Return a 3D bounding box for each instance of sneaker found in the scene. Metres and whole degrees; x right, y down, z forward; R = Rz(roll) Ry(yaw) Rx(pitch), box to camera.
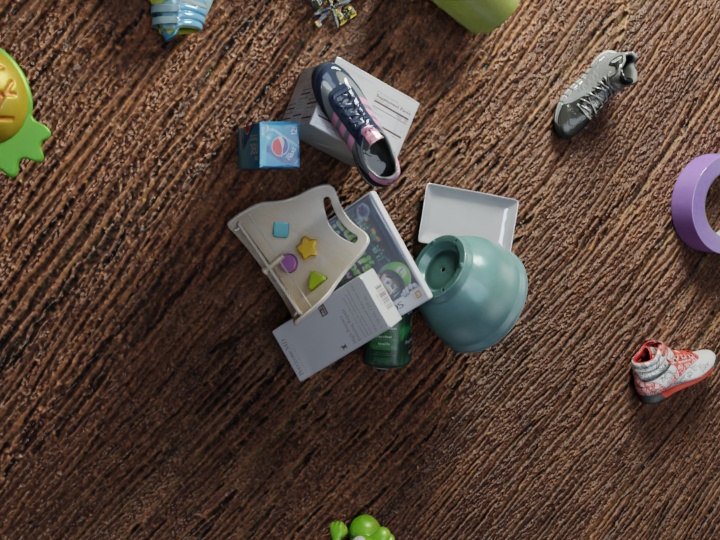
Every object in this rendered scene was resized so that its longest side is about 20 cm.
[{"bbox_3d":[0.650,0.185,1.676,0.198,0.067,0.110,-26,107,-12],"label":"sneaker"},{"bbox_3d":[-0.320,-0.433,1.247,0.196,0.079,0.134,17,90,-20],"label":"sneaker"},{"bbox_3d":[0.447,-0.335,1.513,0.075,0.115,0.202,37,84,-19],"label":"sneaker"},{"bbox_3d":[0.001,-0.213,1.172,0.070,0.082,0.202,-37,108,-10],"label":"sneaker"}]

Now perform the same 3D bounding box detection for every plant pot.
[{"bbox_3d":[0.181,-0.511,1.371,0.183,0.199,0.203,34,85,-31],"label":"plant pot"},{"bbox_3d":[0.170,0.021,1.397,0.133,0.199,0.203,34,85,-37],"label":"plant pot"}]

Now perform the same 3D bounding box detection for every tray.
[{"bbox_3d":[0.199,-0.093,1.504,0.195,0.022,0.110,8,93,-20],"label":"tray"}]

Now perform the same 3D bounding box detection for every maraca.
[{"bbox_3d":[-0.540,-0.236,1.176,0.135,0.107,0.203,-31,106,-6],"label":"maraca"}]

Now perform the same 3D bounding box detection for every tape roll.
[{"bbox_3d":[0.741,-0.138,1.670,0.195,0.065,0.206,-2,97,-20],"label":"tape roll"}]

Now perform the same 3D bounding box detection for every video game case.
[{"bbox_3d":[0.000,0.000,1.363,0.180,0.023,0.203,-31,87,24],"label":"video game case"}]

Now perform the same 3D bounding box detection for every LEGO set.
[{"bbox_3d":[-0.045,-0.507,1.314,0.152,0.116,0.203,-28,105,-14],"label":"LEGO set"}]

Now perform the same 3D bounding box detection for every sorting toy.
[{"bbox_3d":[-0.086,-0.042,1.328,0.179,0.107,0.202,-36,82,1],"label":"sorting toy"}]

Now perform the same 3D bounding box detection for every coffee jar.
[{"bbox_3d":[0.050,0.064,1.425,0.083,0.104,0.205,2,98,15],"label":"coffee jar"}]

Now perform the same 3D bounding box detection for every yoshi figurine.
[{"bbox_3d":[-0.030,0.519,1.476,0.197,0.113,0.113,-31,65,1],"label":"yoshi figurine"}]

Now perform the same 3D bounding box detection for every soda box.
[{"bbox_3d":[-0.148,-0.194,1.272,0.063,0.200,0.070,-3,97,-18],"label":"soda box"}]

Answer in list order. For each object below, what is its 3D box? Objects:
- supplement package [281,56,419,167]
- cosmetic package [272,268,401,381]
[{"bbox_3d":[-0.023,-0.249,1.310,0.153,0.200,0.113,24,90,-21],"label":"supplement package"},{"bbox_3d":[-0.040,0.091,1.346,0.198,0.074,0.103,-34,87,23],"label":"cosmetic package"}]
